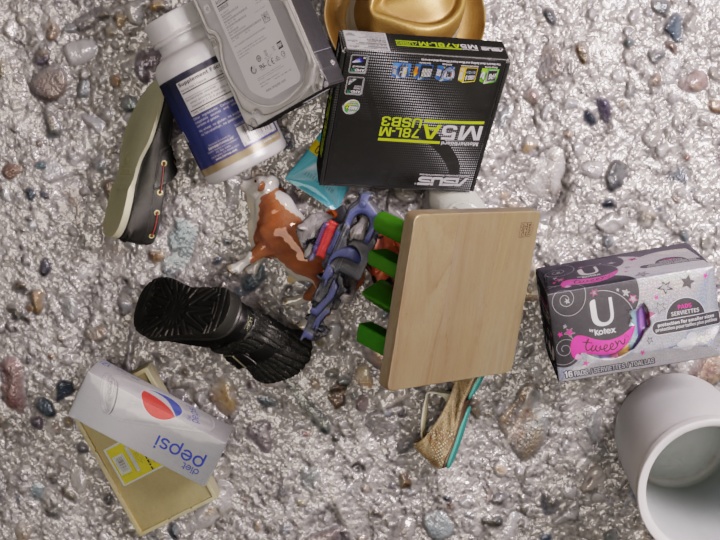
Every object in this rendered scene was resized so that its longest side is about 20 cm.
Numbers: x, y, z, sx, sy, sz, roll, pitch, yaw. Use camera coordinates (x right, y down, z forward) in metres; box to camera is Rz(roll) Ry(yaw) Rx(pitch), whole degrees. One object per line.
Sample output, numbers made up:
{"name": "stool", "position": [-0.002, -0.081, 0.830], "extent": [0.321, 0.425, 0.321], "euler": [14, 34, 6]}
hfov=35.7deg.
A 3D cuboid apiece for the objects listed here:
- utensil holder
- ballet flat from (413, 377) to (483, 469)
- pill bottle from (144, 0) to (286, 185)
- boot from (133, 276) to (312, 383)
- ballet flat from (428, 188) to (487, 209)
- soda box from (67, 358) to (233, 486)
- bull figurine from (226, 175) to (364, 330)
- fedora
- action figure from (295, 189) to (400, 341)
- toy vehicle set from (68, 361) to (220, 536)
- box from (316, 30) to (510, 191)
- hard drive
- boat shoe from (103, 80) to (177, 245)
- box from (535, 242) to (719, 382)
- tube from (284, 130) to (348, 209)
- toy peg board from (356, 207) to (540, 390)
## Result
{"name": "utensil holder", "position": [0.400, 0.228, 1.355], "extent": [0.167, 0.200, 0.173], "euler": [1, 102, 2]}
{"name": "ballet flat", "position": [0.119, 0.155, 1.425], "extent": [0.064, 0.070, 0.203], "euler": [24, 99, 13]}
{"name": "pill bottle", "position": [-0.178, -0.215, 1.340], "extent": [0.110, 0.111, 0.202], "euler": [-24, 99, 8]}
{"name": "boot", "position": [-0.177, 0.079, 1.414], "extent": [0.157, 0.209, 0.081], "euler": [32, 73, -43]}
{"name": "ballet flat", "position": [0.146, -0.023, 1.385], "extent": [0.069, 0.069, 0.202], "euler": [-24, 99, 8]}
{"name": "soda box", "position": [-0.266, 0.192, 1.425], "extent": [0.198, 0.063, 0.069], "euler": [29, 101, -3]}
{"name": "bull figurine", "position": [-0.091, -0.024, 1.399], "extent": [0.199, 0.065, 0.122], "euler": [40, 104, -5]}
{"name": "fedora", "position": [0.058, -0.305, 1.293], "extent": [0.197, 0.082, 0.204], "euler": [2, 81, -10]}
{"name": "action figure", "position": [0.000, 0.000, 1.358], "extent": [0.192, 0.105, 0.202], "euler": [29, 108, -10]}
{"name": "toy vehicle set", "position": [-0.285, 0.238, 1.482], "extent": [0.123, 0.027, 0.202], "euler": [-25, 99, 8]}
{"name": "box", "position": [0.057, -0.180, 1.300], "extent": [0.196, 0.048, 0.195], "euler": [2, 132, -13]}
{"name": "hard drive", "position": [-0.112, -0.274, 1.243], "extent": [0.139, 0.038, 0.203], "euler": [-20, 94, 41]}
{"name": "boat shoe", "position": [-0.263, -0.133, 1.389], "extent": [0.062, 0.073, 0.205], "euler": [13, 93, -36]}
{"name": "box", "position": [0.321, 0.047, 1.355], "extent": [0.196, 0.132, 0.117], "euler": [-11, 103, 5]}
{"name": "tube", "position": [-0.009, -0.174, 1.375], "extent": [0.077, 0.050, 0.201], "euler": [33, 105, -2]}
{"name": "toy peg board", "position": [0.092, 0.017, 1.301], "extent": [0.197, 0.097, 0.203], "euler": [-4, 111, -38]}
